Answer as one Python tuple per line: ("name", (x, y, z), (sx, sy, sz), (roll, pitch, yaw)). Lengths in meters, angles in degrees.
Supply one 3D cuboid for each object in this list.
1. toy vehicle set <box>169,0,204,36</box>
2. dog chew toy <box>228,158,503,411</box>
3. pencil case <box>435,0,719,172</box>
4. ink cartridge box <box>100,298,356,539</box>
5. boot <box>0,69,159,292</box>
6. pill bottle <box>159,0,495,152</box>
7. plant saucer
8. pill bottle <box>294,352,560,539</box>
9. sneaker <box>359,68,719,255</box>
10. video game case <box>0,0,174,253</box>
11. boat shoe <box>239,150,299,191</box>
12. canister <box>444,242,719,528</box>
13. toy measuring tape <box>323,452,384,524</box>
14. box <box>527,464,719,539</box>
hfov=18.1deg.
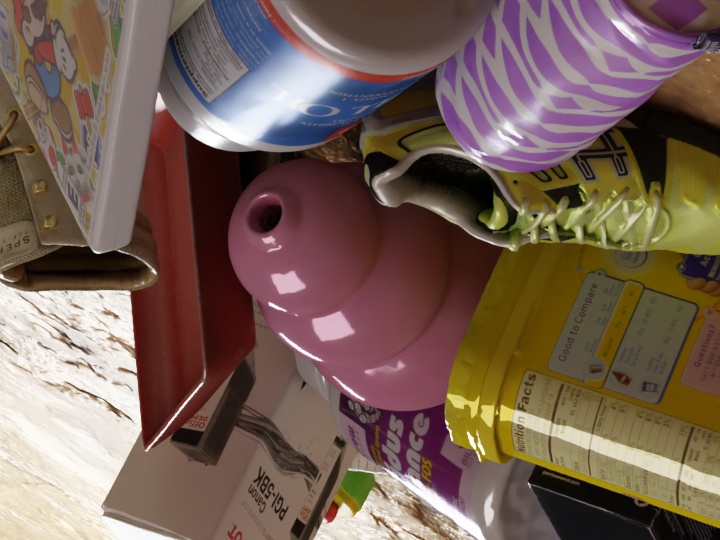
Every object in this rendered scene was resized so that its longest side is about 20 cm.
("toy vehicle set", (-0.093, -0.169, 0.953), (0.026, 0.125, 0.200), (-10, 173, -23))
("dog chew toy", (0.000, 0.000, 1.178), (0.124, 0.125, 0.200), (14, 171, 33))
("pencil case", (0.098, -0.102, 0.926), (0.085, 0.084, 0.200), (-13, 173, -22))
("ink cartridge box", (-0.067, 0.107, 1.445), (0.082, 0.201, 0.147), (17, 158, 24))
("boot", (-0.190, -0.073, 1.160), (0.199, 0.156, 0.072), (14, 149, -37))
("pill bottle", (-0.025, -0.115, 0.993), (0.112, 0.113, 0.200), (32, 160, -12))
("plant saucer", (-0.097, -0.016, 1.254), (0.036, 0.201, 0.200), (-3, 165, -16))
("pill bottle", (0.052, 0.077, 1.313), (0.200, 0.112, 0.112), (33, 168, 43))
("sneaker", (0.093, -0.035, 1.047), (0.199, 0.077, 0.076), (13, 137, 5))
("video game case", (-0.134, -0.136, 0.985), (0.183, 0.023, 0.200), (60, 154, 27))
("boat shoe", (-0.054, -0.036, 1.305), (0.071, 0.073, 0.200), (0, 156, -15))
("canister", (0.160, 0.047, 1.098), (0.199, 0.149, 0.087), (18, 156, 19))
("toy measuring tape", (-0.003, 0.152, 1.663), (0.073, 0.074, 0.200), (38, 158, -26))
("box", (0.174, 0.109, 1.234), (0.079, 0.142, 0.200), (19, 158, 29))
